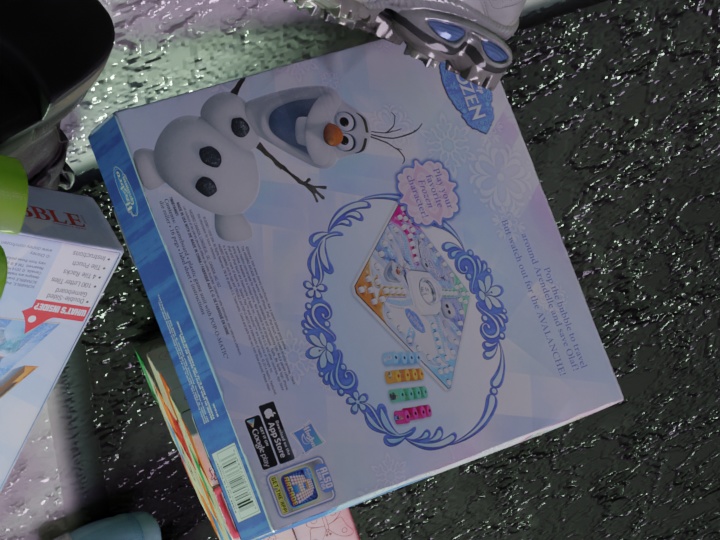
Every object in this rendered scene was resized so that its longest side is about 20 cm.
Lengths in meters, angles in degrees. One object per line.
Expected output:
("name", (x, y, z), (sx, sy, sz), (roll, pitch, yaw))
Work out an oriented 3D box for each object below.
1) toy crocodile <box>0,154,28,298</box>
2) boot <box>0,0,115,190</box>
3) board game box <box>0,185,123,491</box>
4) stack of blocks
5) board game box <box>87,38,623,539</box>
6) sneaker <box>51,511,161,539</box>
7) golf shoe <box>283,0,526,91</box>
("toy crocodile", (-0.188, 0.032, 1.021), (0.067, 0.062, 0.200), (27, 109, -41))
("boot", (-0.189, -0.031, 1.183), (0.200, 0.069, 0.174), (-29, 164, -30))
("board game box", (-0.222, 0.045, 1.085), (0.200, 0.041, 0.200), (11, 120, -35))
("stack of blocks", (-0.059, 0.084, 1.379), (0.058, 0.200, 0.115), (-23, 112, -7))
("board game box", (0.000, 0.000, 1.274), (0.199, 0.200, 0.043), (-18, 174, -29))
("sneaker", (-0.123, 0.204, 1.633), (0.082, 0.074, 0.200), (-23, 151, -3))
("golf shoe", (0.005, -0.152, 1.214), (0.200, 0.078, 0.097), (15, 104, -50))
